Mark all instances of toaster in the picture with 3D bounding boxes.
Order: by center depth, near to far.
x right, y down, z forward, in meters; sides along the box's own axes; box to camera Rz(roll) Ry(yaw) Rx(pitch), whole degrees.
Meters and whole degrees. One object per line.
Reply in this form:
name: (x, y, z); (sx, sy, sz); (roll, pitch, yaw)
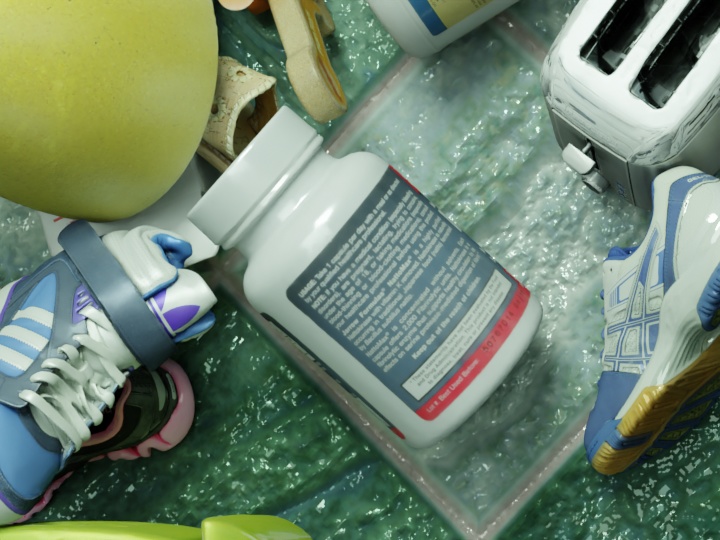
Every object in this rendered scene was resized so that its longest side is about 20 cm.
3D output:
toaster: (0.191, -0.135, 1.035); (0.114, 0.129, 0.200); (39, 94, 17)

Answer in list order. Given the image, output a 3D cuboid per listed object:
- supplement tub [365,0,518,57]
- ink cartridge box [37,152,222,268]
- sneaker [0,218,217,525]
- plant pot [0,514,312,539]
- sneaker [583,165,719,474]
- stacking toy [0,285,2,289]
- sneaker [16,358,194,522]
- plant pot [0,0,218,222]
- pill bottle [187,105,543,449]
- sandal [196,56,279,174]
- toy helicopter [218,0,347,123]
supplement tub: (0.080, -0.240, 1.075); (0.199, 0.145, 0.145); (-31, 75, 10)
ink cartridge box: (-0.160, -0.078, 1.162); (0.115, 0.068, 0.201); (-22, 76, 13)
sneaker: (-0.156, 0.048, 1.025); (0.146, 0.081, 0.200); (-22, 33, 18)
plant pot: (-0.117, 0.242, 1.043); (0.181, 0.199, 0.201); (-9, 80, 9)
sneaker: (0.176, 0.029, 1.028); (0.088, 0.075, 0.201); (47, 128, 32)
stacking toy: (-0.329, 0.084, 1.177); (0.146, 0.146, 0.201); (25, 108, 18)
sneaker: (-0.210, 0.110, 1.138); (0.199, 0.095, 0.079); (-28, 77, 12)
plant pot: (-0.206, -0.130, 1.043); (0.199, 0.142, 0.201); (1, 91, 38)
pill bottle: (0.000, 0.000, 1.045); (0.200, 0.120, 0.120); (42, 95, -6)
sandal: (-0.069, -0.095, 1.109); (0.070, 0.078, 0.212); (-32, 94, 42)
toy helicopter: (-0.048, -0.177, 1.086); (0.079, 0.132, 0.201); (-26, 53, 11)
